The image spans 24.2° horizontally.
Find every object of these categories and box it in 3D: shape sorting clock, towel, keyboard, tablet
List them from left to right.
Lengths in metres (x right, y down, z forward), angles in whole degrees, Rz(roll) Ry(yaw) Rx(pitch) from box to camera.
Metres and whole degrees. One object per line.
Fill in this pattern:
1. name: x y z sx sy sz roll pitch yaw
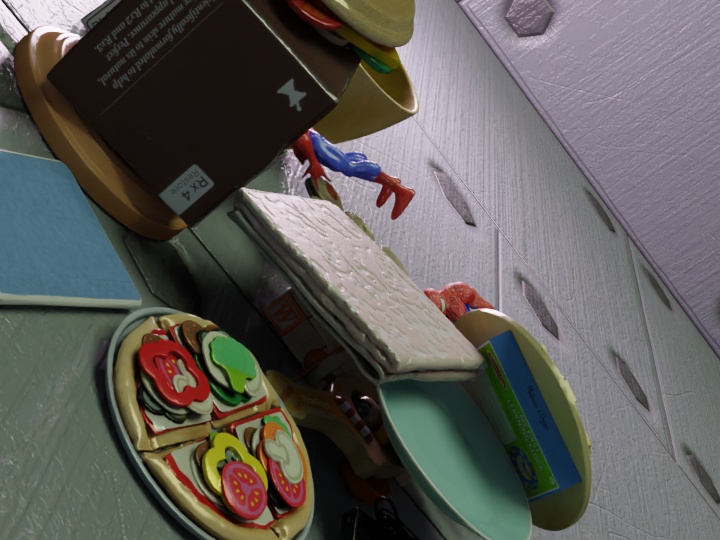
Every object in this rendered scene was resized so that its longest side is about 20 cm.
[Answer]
1. tablet: -0.226 -0.030 1.146 0.130 0.014 0.200 59 16 13
2. towel: -0.001 0.015 1.350 0.200 0.032 0.191 48 17 19
3. keyboard: 0.037 0.256 1.335 0.200 0.040 0.104 44 43 -39
4. shape sorting clock: 0.134 0.126 1.431 0.200 0.039 0.200 50 -28 39

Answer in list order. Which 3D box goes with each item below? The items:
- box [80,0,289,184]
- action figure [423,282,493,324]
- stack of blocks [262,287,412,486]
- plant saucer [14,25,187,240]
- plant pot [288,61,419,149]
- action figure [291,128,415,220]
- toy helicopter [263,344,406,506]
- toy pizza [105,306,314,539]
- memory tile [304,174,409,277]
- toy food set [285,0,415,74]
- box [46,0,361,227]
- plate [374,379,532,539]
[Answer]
1. box: -0.156 -0.165 1.523 0.200 0.060 0.117 55 16 -1
2. action figure: 0.102 0.057 1.545 0.200 0.065 0.052 38 28 -54
3. stack of blocks: 0.006 0.089 1.496 0.200 0.059 0.115 55 16 -2
4. plant saucer: -0.199 -0.116 1.358 0.200 0.032 0.200 50 17 -21
5. plant pot: -0.054 -0.207 1.752 0.200 0.142 0.200 50 16 -21
6. action figure: -0.042 -0.111 1.527 0.200 0.052 0.065 35 9 -27
7. toy helicopter: -0.024 0.107 1.353 0.200 0.079 0.132 23 36 -55
8. toy pizza: -0.096 0.107 1.168 0.200 0.032 0.200 40 28 -27
9. memory tile: 0.000 0.000 1.517 0.153 0.017 0.200 49 16 -21
10. toy food set: -0.032 -0.247 1.314 0.200 0.049 0.198 28 32 -44
11. box: -0.111 -0.174 1.333 0.164 0.166 0.200 47 23 -12
12. plate: 0.067 0.142 1.343 0.200 0.026 0.200 45 20 -21
